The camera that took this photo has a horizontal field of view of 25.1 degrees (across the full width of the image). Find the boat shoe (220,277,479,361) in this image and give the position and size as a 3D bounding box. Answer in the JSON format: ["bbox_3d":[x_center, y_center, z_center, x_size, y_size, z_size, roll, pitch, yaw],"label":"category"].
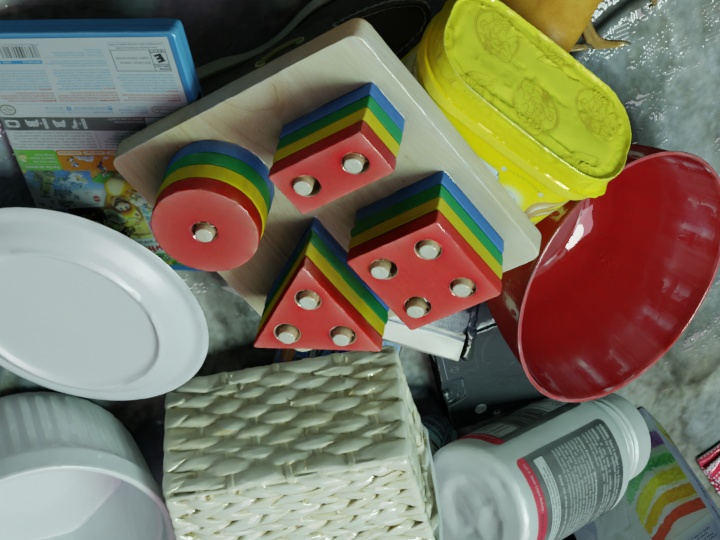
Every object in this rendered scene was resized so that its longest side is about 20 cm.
[{"bbox_3d":[0.000,0.000,1.210,0.200,0.075,0.093,16,87,-17],"label":"boat shoe"}]

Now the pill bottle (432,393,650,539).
[{"bbox_3d":[0.153,0.166,1.336,0.200,0.111,0.111,-19,139,-45],"label":"pill bottle"}]

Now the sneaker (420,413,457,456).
[{"bbox_3d":[0.041,0.208,1.378,0.086,0.078,0.200,-25,141,-45],"label":"sneaker"}]

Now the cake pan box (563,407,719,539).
[{"bbox_3d":[0.220,0.246,1.416,0.200,0.184,0.052,-39,127,13],"label":"cake pan box"}]

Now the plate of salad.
[{"bbox_3d":[-0.199,0.020,1.120,0.200,0.048,0.200,9,138,8],"label":"plate of salad"}]

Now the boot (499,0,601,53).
[{"bbox_3d":[0.140,-0.203,1.005,0.071,0.144,0.201,20,97,-11],"label":"boot"}]

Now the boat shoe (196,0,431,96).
[{"bbox_3d":[-0.037,-0.130,1.081,0.202,0.060,0.072,-28,133,1],"label":"boat shoe"}]

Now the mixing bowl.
[{"bbox_3d":[0.158,-0.017,1.178,0.200,0.108,0.200,-22,131,-29],"label":"mixing bowl"}]

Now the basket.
[{"bbox_3d":[-0.047,0.152,1.215,0.200,0.136,0.123,-11,133,4],"label":"basket"}]

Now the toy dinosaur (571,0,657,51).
[{"bbox_3d":[0.142,-0.203,1.112,0.200,0.060,0.106,-8,98,-11],"label":"toy dinosaur"}]

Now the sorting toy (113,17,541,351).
[{"bbox_3d":[-0.025,-0.027,1.006,0.199,0.070,0.200,-23,126,30],"label":"sorting toy"}]

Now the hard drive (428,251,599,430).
[{"bbox_3d":[0.151,0.041,1.316,0.200,0.038,0.140,-21,133,-5],"label":"hard drive"}]

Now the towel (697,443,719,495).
[{"bbox_3d":[0.423,0.198,1.570,0.145,0.022,0.200,-36,132,7],"label":"towel"}]

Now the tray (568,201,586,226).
[{"bbox_3d":[0.088,-0.078,1.203,0.200,0.022,0.107,14,120,-31],"label":"tray"}]

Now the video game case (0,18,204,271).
[{"bbox_3d":[-0.160,-0.078,1.056,0.143,0.018,0.200,2,134,17],"label":"video game case"}]

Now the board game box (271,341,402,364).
[{"bbox_3d":[-0.029,0.112,1.312,0.103,0.019,0.200,-3,129,-23],"label":"board game box"}]

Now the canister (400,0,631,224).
[{"bbox_3d":[0.057,-0.073,1.066,0.148,0.087,0.200,35,139,-16],"label":"canister"}]

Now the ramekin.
[{"bbox_3d":[-0.248,0.184,1.223,0.200,0.105,0.200,-12,131,-14],"label":"ramekin"}]
